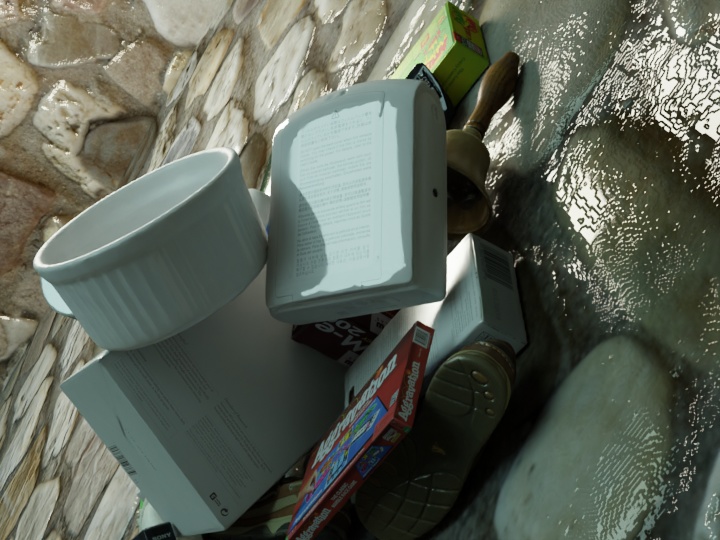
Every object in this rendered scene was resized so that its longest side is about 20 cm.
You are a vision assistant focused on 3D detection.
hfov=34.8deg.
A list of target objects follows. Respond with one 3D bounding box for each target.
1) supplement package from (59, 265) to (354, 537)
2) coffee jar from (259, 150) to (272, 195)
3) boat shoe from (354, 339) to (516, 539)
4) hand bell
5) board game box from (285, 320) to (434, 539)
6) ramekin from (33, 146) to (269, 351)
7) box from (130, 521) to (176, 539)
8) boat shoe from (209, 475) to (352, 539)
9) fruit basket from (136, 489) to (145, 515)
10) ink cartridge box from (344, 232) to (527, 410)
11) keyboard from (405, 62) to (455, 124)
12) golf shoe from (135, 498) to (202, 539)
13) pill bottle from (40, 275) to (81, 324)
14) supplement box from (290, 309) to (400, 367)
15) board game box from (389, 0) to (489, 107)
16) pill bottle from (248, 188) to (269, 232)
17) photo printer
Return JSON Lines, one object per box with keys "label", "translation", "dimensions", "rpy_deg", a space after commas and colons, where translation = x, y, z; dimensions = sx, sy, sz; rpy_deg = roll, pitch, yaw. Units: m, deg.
{"label": "supplement package", "translation": [-0.141, 0.115, 1.109], "dimensions": [0.200, 0.192, 0.147], "rpy_deg": [-40, 7, -31]}
{"label": "coffee jar", "translation": [-0.089, -0.071, 1.448], "dimensions": [0.104, 0.085, 0.202], "rpy_deg": [-28, 39, 51]}
{"label": "boat shoe", "translation": [0.063, 0.133, 0.889], "dimensions": [0.067, 0.072, 0.201], "rpy_deg": [-34, -22, -56]}
{"label": "hand bell", "translation": [0.109, -0.137, 1.090], "dimensions": [0.104, 0.104, 0.201], "rpy_deg": [-31, 26, 54]}
{"label": "board game box", "translation": [-0.003, 0.136, 0.918], "dimensions": [0.201, 0.019, 0.103], "rpy_deg": [-55, 11, 41]}
{"label": "ramekin", "translation": [-0.175, -0.017, 1.007], "dimensions": [0.199, 0.098, 0.201], "rpy_deg": [-25, 19, 9]}
{"label": "box", "translation": [-0.196, 0.363, 1.107], "dimensions": [0.143, 0.036, 0.202], "rpy_deg": [-42, 62, 42]}
{"label": "boat shoe", "translation": [-0.068, 0.231, 1.071], "dimensions": [0.199, 0.075, 0.074], "rpy_deg": [-19, 42, 51]}
{"label": "fruit basket", "translation": [-0.187, 0.204, 1.347], "dimensions": [0.185, 0.093, 0.201], "rpy_deg": [-44, 25, 41]}
{"label": "ink cartridge box", "translation": [0.058, 0.076, 0.979], "dimensions": [0.200, 0.050, 0.110], "rpy_deg": [-50, 25, 33]}
{"label": "keyboard", "translation": [0.026, -0.119, 1.232], "dimensions": [0.200, 0.039, 0.105], "rpy_deg": [-52, 60, 30]}
{"label": "golf shoe", "translation": [-0.174, 0.309, 1.184], "dimensions": [0.097, 0.078, 0.202], "rpy_deg": [-29, 63, 39]}
{"label": "pill bottle", "translation": [-0.238, 0.021, 1.224], "dimensions": [0.112, 0.200, 0.115], "rpy_deg": [-7, 74, 25]}
{"label": "supplement box", "translation": [0.000, 0.000, 1.121], "dimensions": [0.061, 0.108, 0.202], "rpy_deg": [-43, 29, 38]}
{"label": "board game box", "translation": [0.062, -0.191, 1.288], "dimensions": [0.200, 0.047, 0.102], "rpy_deg": [-51, 24, 30]}
{"label": "pill bottle", "translation": [-0.103, -0.020, 1.259], "dimensions": [0.112, 0.199, 0.113], "rpy_deg": [-49, 24, 31]}
{"label": "photo printer", "translation": [-0.003, -0.064, 0.988], "dimensions": [0.165, 0.069, 0.203], "rpy_deg": [-11, 68, 32]}
